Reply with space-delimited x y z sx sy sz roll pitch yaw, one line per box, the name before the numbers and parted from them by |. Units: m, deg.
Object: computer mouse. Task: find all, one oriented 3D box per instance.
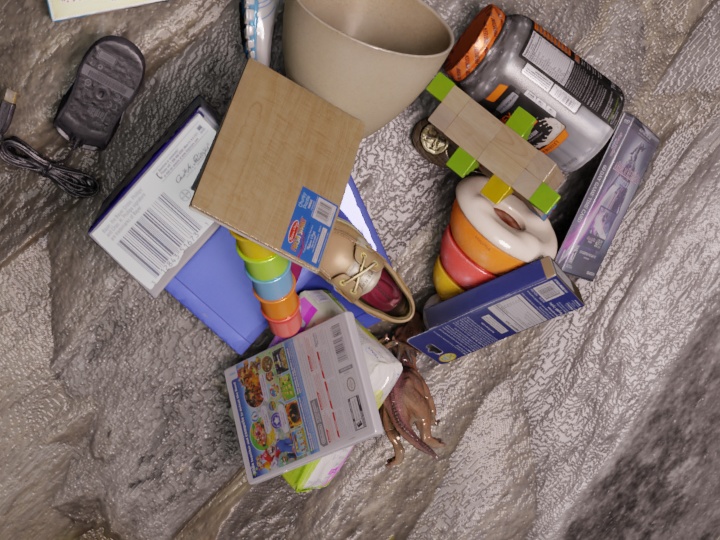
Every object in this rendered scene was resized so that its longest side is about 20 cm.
computer mouse | -0.341 -0.196 1.332 0.139 0.046 0.202 21 109 -16

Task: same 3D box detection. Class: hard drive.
hard drive | -0.126 -0.017 1.374 0.132 0.025 0.200 42 95 -13
hard drive | -0.038 -0.017 1.420 0.130 0.025 0.202 -26 104 -2

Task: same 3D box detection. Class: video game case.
video game case | 0.304 -0.085 1.407 0.019 0.142 0.202 29 98 26
video game case | -0.071 0.151 1.331 0.198 0.018 0.145 -26 70 31

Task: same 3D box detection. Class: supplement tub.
supplement tub | 0.206 -0.220 1.365 0.199 0.123 0.123 34 95 -12

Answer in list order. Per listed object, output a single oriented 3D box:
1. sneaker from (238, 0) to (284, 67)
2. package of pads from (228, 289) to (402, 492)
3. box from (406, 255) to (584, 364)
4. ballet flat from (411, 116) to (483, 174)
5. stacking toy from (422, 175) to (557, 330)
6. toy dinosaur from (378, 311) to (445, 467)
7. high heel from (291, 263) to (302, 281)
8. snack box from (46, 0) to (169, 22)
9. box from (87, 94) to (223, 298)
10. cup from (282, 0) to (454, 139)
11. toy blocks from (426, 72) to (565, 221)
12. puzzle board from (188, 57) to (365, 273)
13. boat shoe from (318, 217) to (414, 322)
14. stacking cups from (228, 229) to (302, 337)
sneaker | -0.098 -0.332 1.326 0.085 0.075 0.203 -1 102 -14
package of pads | -0.055 0.146 1.372 0.068 0.154 0.201 7 119 -54
box | 0.159 0.051 1.376 0.198 0.121 0.033 -25 62 17
ballet flat | 0.158 -0.143 1.412 0.197 0.046 0.068 19 98 -12
stacking toy | 0.134 -0.003 1.408 0.145 0.147 0.201 29 120 -13
toy dinosaur | 0.050 0.148 1.394 0.084 0.201 0.137 -10 118 3
high heel | -0.089 -0.058 1.298 0.066 0.096 0.203 0 102 -7
snack box | -0.268 -0.362 1.311 0.197 0.037 0.118 -12 102 -6
box | -0.205 -0.090 1.291 0.105 0.200 0.184 42 93 -14
cup | -0.009 -0.237 1.311 0.197 0.201 0.144 17 123 -11
toy blocks | 0.163 -0.132 1.323 0.200 0.137 0.100 41 95 18
puzzle board | -0.083 -0.111 1.198 0.149 0.017 0.202 28 57 -18
boat shoe | 0.000 0.000 1.340 0.199 0.066 0.074 34 94 -43
stacking cups | -0.096 0.001 1.267 0.060 0.061 0.201 -20 145 -4
